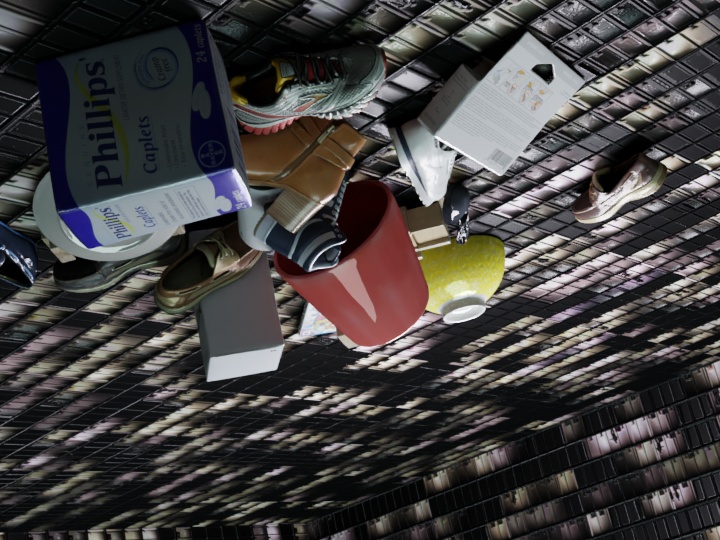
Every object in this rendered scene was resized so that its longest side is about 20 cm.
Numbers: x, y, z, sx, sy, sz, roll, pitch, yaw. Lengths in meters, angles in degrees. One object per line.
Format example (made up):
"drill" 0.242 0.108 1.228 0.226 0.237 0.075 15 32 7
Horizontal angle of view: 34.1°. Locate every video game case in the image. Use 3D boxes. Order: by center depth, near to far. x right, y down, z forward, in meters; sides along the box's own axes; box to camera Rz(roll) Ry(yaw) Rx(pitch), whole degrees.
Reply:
"video game case" -0.039 0.073 2.206 0.140 0.018 0.201 -8 158 -12

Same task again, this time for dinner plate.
"dinner plate" -0.328 -0.077 1.541 0.196 0.024 0.202 -8 136 -7

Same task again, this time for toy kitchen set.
"toy kitchen set" 0.058 0.018 1.894 0.196 0.184 0.163 -13 161 9

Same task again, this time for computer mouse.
"computer mouse" 0.162 -0.085 1.870 0.034 0.060 0.200 16 167 16

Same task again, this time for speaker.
"speaker" -0.133 -0.103 1.613 0.080 0.083 0.201 -10 158 -8

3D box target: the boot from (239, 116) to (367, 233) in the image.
"boot" -0.103 -0.164 1.461 0.156 0.199 0.077 -50 -177 10

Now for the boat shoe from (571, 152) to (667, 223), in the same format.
"boat shoe" 0.402 -0.139 1.896 0.071 0.073 0.199 31 152 -20

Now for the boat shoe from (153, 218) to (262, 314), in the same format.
"boat shoe" -0.214 -0.014 1.704 0.200 0.076 0.074 -41 168 -19

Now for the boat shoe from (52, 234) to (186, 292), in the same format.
"boat shoe" -0.351 -0.032 1.687 0.197 0.075 0.074 -21 150 -6

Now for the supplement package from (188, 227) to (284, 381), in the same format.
"supplement package" -0.193 0.049 1.787 0.115 0.203 0.117 -8 158 -14

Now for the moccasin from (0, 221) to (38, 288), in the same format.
"moccasin" -0.501 -0.026 1.591 0.080 0.069 0.199 -23 157 23

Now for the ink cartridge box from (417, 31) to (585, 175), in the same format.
"ink cartridge box" 0.189 -0.226 1.552 0.177 0.045 0.199 -48 149 15

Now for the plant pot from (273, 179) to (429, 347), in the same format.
"plant pot" 0.000 0.000 1.707 0.198 0.202 0.178 -22 125 21

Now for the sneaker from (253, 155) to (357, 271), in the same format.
"sneaker" -0.042 -0.082 1.563 0.200 0.108 0.070 -47 168 -29

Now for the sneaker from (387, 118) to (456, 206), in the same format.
"sneaker" 0.102 -0.154 1.649 0.080 0.077 0.200 -26 159 7

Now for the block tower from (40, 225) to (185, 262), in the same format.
"block tower" -0.337 -0.064 1.621 0.196 0.055 0.058 -14 160 1

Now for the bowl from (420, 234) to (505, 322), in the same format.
"bowl" 0.173 0.028 2.097 0.196 0.109 0.201 -12 159 -5

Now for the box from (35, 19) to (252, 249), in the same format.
"box" -0.236 -0.148 1.285 0.196 0.187 0.105 -15 161 2

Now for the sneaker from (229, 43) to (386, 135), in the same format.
"sneaker" -0.063 -0.216 1.370 0.197 0.079 0.082 -18 158 11
